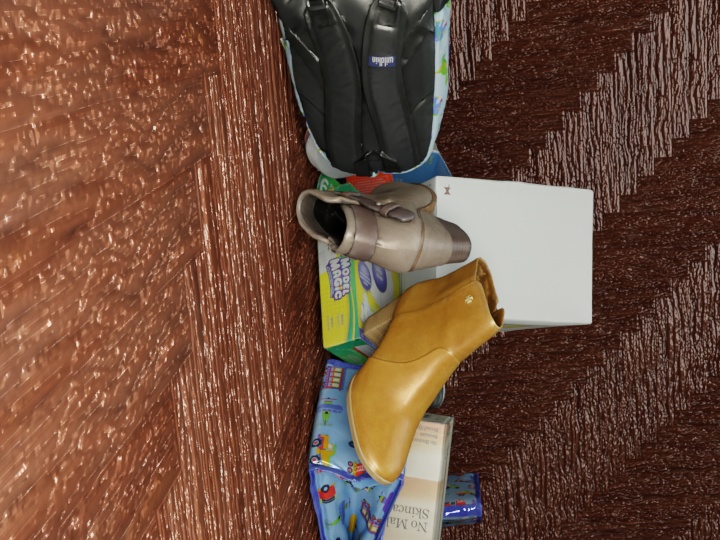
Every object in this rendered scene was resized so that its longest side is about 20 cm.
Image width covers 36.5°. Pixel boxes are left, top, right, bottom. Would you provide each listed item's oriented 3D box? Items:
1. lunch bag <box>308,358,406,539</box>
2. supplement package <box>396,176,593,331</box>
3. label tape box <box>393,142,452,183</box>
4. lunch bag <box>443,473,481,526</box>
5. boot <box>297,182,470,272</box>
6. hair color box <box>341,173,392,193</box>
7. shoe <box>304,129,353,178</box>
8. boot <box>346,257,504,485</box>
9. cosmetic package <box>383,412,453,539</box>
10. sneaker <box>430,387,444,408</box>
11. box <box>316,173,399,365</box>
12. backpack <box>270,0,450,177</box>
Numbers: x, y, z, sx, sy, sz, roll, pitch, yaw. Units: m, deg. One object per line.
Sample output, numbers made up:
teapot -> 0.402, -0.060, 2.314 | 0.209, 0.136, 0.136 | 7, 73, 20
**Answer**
lunch bag -> -0.005, 0.218, 1.092 | 0.151, 0.092, 0.202 | -81, 177, -53
supplement package -> 0.132, -0.011, 1.228 | 0.200, 0.188, 0.150 | 163, -71, -72
label tape box -> 0.048, -0.156, 1.432 | 0.145, 0.062, 0.202 | 98, -26, -61
lunch bag -> 0.141, 0.420, 1.956 | 0.200, 0.148, 0.096 | 50, 36, -81
boot -> 0.006, -0.051, 1.022 | 0.199, 0.144, 0.071 | 30, -71, 57
hair color box -> 0.011, -0.079, 1.365 | 0.102, 0.060, 0.203 | -103, -175, -59
shoe -> -0.021, -0.155, 1.170 | 0.199, 0.091, 0.072 | -11, 137, -60
boot -> 0.064, 0.082, 0.979 | 0.071, 0.143, 0.203 | 40, 36, -32
cosmetic package -> 0.044, 0.263, 1.238 | 0.087, 0.102, 0.204 | 9, 86, -80
sneaker -> 0.161, 0.246, 2.730 | 0.085, 0.073, 0.203 | 35, 43, -75
box -> 0.000, 0.000, 1.155 | 0.117, 0.048, 0.203 | 37, 41, -56
backpack -> 0.013, -0.182, 0.992 | 0.154, 0.160, 0.203 | -75, 160, -59
